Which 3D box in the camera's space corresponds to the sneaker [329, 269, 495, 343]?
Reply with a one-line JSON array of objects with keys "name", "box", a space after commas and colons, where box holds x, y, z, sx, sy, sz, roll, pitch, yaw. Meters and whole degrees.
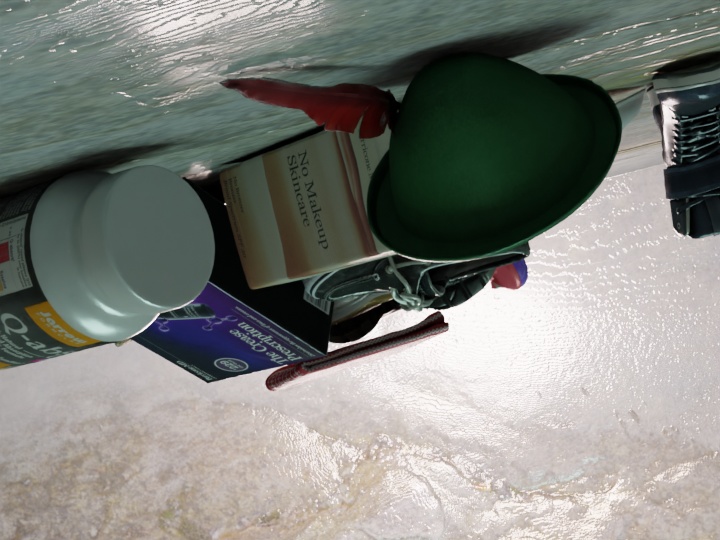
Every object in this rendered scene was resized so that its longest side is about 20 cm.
[{"name": "sneaker", "box": [0.042, 0.003, 1.604, 0.200, 0.075, 0.079, -20, -160, 25]}]

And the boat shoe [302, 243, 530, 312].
[{"name": "boat shoe", "box": [0.045, -0.002, 1.368, 0.199, 0.068, 0.074, -19, 164, 18]}]

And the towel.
[{"name": "towel", "box": [-0.008, 0.076, 1.551, 0.144, 0.023, 0.200, -17, 176, -14]}]

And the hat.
[{"name": "hat", "box": [0.045, -0.117, 0.972, 0.165, 0.176, 0.200, -16, -144, 18]}]

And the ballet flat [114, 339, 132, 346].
[{"name": "ballet flat", "box": [-0.174, 0.008, 1.536, 0.065, 0.071, 0.200, 18, -145, -1]}]

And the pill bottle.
[{"name": "pill bottle", "box": [-0.199, -0.003, 1.135, 0.200, 0.117, 0.116, -14, 179, 41]}]

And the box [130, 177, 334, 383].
[{"name": "box", "box": [-0.137, 0.014, 1.410, 0.141, 0.079, 0.200, -12, 147, 36]}]

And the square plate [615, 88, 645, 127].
[{"name": "square plate", "box": [0.149, -0.084, 1.512, 0.198, 0.028, 0.200, -33, 180, 38]}]

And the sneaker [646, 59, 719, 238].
[{"name": "sneaker", "box": [0.298, -0.104, 1.452, 0.077, 0.146, 0.202, -12, 178, 6]}]

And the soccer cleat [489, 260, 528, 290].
[{"name": "soccer cleat", "box": [0.112, -0.054, 1.649, 0.076, 0.067, 0.200, -29, -136, -16]}]

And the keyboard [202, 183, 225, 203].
[{"name": "keyboard", "box": [-0.169, -0.043, 1.484, 0.200, 0.040, 0.104, -15, 179, 22]}]

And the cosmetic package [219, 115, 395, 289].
[{"name": "cosmetic package", "box": [-0.009, -0.054, 1.261, 0.087, 0.104, 0.200, -14, 178, -38]}]

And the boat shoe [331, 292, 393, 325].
[{"name": "boat shoe", "box": [0.000, 0.000, 1.483, 0.200, 0.069, 0.071, -27, 179, 36]}]
